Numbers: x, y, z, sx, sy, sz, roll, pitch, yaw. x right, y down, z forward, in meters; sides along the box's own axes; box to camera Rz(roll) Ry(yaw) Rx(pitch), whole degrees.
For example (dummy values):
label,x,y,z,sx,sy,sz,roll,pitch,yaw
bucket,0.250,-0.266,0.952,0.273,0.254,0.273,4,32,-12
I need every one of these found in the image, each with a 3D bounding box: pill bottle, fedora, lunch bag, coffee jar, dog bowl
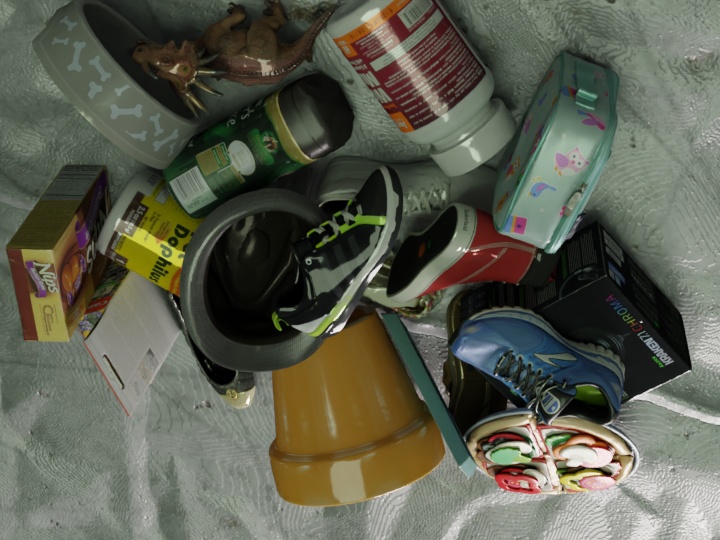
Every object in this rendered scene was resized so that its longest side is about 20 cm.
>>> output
label,x,y,z,sx,sy,sz,roll,pitch,yaw
pill bottle,-0.186,-0.022,1.503,0.200,0.109,0.109,29,122,-5
fedora,-0.108,-0.002,1.410,0.177,0.090,0.200,-7,116,-15
lunch bag,0.195,-0.120,1.306,0.077,0.200,0.161,24,120,-5
coffee jar,-0.107,-0.134,1.422,0.200,0.104,0.085,-25,98,24
pill bottle,0.065,-0.198,1.343,0.109,0.110,0.200,-29,109,26
dog bowl,-0.244,-0.197,1.370,0.059,0.200,0.200,-40,105,13

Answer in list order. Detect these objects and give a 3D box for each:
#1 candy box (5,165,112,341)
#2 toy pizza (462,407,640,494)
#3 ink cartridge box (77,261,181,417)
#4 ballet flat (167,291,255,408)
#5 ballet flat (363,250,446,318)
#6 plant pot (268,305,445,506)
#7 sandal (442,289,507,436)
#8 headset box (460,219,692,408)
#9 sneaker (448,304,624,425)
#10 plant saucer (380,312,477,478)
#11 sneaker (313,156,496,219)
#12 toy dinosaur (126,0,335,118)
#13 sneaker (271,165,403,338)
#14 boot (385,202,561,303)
label,x,y,z,sx,sy,sz,roll,pitch,yaw
candy box,-0.327,-0.022,1.482,0.056,0.200,0.117,2,120,8
toy pizza,0.212,0.213,1.503,0.200,0.032,0.200,7,147,5
ink cartridge box,-0.273,0.074,1.526,0.050,0.200,0.109,-17,115,21
ballet flat,-0.184,0.087,1.598,0.066,0.057,0.200,-15,115,21
ballet flat,0.000,0.000,1.501,0.200,0.064,0.076,18,124,3
plant pot,-0.020,0.145,1.529,0.200,0.200,0.184,-10,101,18
sandal,0.123,0.115,1.542,0.080,0.054,0.200,-13,106,-28
headset box,0.226,0.071,1.455,0.200,0.093,0.174,-30,122,26
sneaker,0.184,0.102,1.365,0.200,0.089,0.079,20,128,-12
plant saucer,0.079,0.136,1.499,0.019,0.200,0.070,-28,156,4
sneaker,0.049,-0.069,1.420,0.200,0.116,0.074,3,119,10
toy dinosaur,-0.121,-0.214,1.360,0.200,0.136,0.086,-5,119,15
sneaker,-0.027,-0.018,1.334,0.083,0.072,0.200,20,108,-23
boot,0.120,0.000,1.401,0.144,0.073,0.200,16,157,-20
